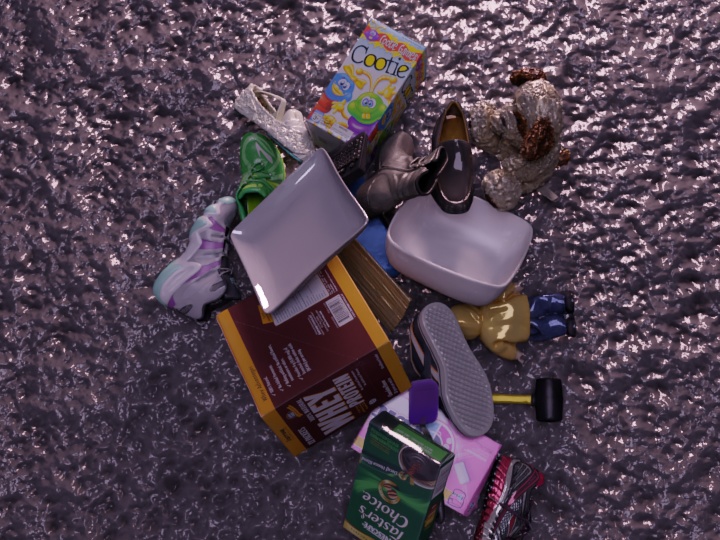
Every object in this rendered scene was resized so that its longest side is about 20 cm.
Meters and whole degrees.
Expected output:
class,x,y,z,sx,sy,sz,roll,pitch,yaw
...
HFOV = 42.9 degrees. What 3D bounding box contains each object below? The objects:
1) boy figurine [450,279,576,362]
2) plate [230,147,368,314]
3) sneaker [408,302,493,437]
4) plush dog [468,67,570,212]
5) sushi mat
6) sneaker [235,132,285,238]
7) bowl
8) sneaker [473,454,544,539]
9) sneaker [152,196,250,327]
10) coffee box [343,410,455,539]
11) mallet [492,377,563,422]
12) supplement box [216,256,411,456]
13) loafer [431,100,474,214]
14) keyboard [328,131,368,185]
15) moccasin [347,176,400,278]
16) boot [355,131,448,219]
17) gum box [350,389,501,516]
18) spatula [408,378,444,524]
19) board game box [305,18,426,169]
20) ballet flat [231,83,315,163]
class,x,y,z,sx,sy,sz,roll,pitch,yaw
boy figurine,0.222,0.078,1.378,0.199,0.064,0.125,-7,94,6
plate,-0.087,-0.056,1.324,0.200,0.032,0.200,-42,44,11
sneaker,0.130,0.150,1.334,0.078,0.079,0.200,-12,73,-25
plush dog,0.259,-0.208,1.383,0.160,0.172,0.200,-3,60,-6
sushi mat,0.000,0.000,1.404,0.012,0.096,0.200,-31,73,-36
sneaker,-0.157,-0.131,1.450,0.074,0.084,0.201,-8,75,3
bowl,0.142,-0.032,1.374,0.200,0.075,0.200,25,40,10
sneaker,0.204,0.367,1.298,0.074,0.081,0.200,17,77,6
sneaker,-0.216,-0.005,1.433,0.140,0.078,0.200,33,90,10
coffee box,0.050,0.308,1.270,0.123,0.044,0.200,29,123,25
mallet,0.204,0.181,1.370,0.199,0.041,0.066,8,78,10
supplement box,-0.068,0.117,1.322,0.200,0.133,0.197,-30,51,-3
loafer,0.139,-0.175,1.409,0.073,0.072,0.200,-2,53,-2
keyboard,-0.059,-0.125,1.397,0.021,0.200,0.127,21,60,-32
moccasin,0.000,-0.071,1.432,0.080,0.068,0.200,-24,79,-4
boot,0.081,-0.157,1.388,0.130,0.068,0.200,-18,32,35
gum box,0.101,0.262,1.339,0.200,0.066,0.114,29,79,11
spatula,0.099,0.253,1.288,0.056,0.021,0.201,-17,78,42
board game box,0.013,-0.278,1.463,0.103,0.105,0.200,30,81,10
ballet flat,-0.132,-0.239,1.454,0.072,0.072,0.200,-46,58,-7
